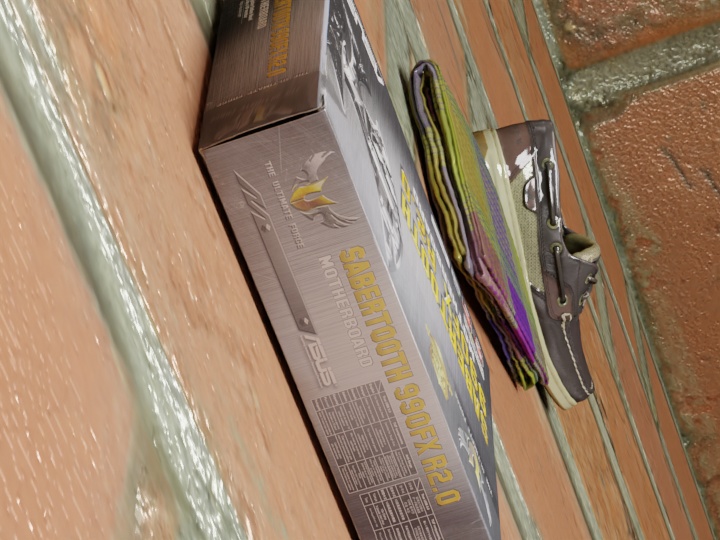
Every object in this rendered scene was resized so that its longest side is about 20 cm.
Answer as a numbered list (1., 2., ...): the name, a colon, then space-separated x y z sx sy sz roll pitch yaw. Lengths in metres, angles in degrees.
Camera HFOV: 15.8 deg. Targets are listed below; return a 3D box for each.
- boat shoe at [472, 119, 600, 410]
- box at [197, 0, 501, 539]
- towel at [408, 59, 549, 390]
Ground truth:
1. boat shoe: 0.125 -0.003 1.687 0.073 0.065 0.201 -91 163 -66
2. box: 0.000 0.000 0.973 0.159 0.048 0.201 -89 160 -64
3. towel: 0.069 -0.024 1.529 0.200 0.023 0.144 57 17 -62
